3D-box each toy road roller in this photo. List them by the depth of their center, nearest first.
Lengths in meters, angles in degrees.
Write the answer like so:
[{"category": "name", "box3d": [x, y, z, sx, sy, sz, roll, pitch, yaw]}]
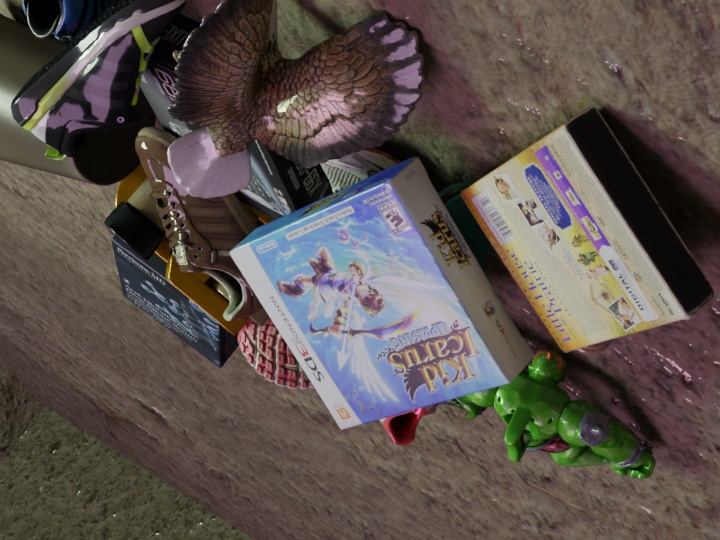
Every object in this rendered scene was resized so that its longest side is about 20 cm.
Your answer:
[{"category": "toy road roller", "box3d": [-0.154, -0.040, 1.478, 0.200, 0.123, 0.146, 40, 177, -8]}]

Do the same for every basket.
[{"category": "basket", "box3d": [-0.310, -0.164, 1.447, 0.199, 0.136, 0.181, 20, 156, 34]}]

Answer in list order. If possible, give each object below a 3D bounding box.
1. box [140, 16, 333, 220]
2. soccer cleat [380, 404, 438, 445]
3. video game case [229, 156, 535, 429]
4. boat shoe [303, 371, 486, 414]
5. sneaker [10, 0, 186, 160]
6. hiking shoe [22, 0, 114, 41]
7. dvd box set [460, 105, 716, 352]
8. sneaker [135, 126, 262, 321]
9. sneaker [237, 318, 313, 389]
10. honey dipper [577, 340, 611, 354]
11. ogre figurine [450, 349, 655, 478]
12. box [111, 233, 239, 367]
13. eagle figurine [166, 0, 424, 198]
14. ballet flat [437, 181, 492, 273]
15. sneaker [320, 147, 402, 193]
[{"category": "box", "box3d": [-0.112, -0.127, 1.279, 0.157, 0.050, 0.200, 30, 161, 27]}, {"category": "soccer cleat", "box3d": [0.060, 0.088, 1.334, 0.200, 0.068, 0.074, 123, 135, -54]}, {"category": "video game case", "box3d": [0.013, 0.025, 1.168, 0.199, 0.045, 0.182, -21, 106, 45]}, {"category": "boat shoe", "box3d": [0.036, 0.115, 1.506, 0.199, 0.065, 0.073, 18, -178, 16]}, {"category": "sneaker", "box3d": [-0.197, -0.162, 1.198, 0.199, 0.072, 0.083, -34, 112, 28]}, {"category": "hiking shoe", "box3d": [-0.246, -0.223, 1.239, 0.074, 0.087, 0.200, 29, 160, 24]}, {"category": "dvd box set", "box3d": [0.149, -0.021, 1.010, 0.147, 0.029, 0.200, 57, 162, 0]}, {"category": "sneaker", "box3d": [-0.147, -0.039, 1.349, 0.200, 0.076, 0.070, 49, 159, -19]}, {"category": "sneaker", "box3d": [-0.037, 0.096, 1.583, 0.199, 0.081, 0.075, 21, -178, -2]}, {"category": "honey dipper", "box3d": [0.178, 0.005, 1.081, 0.038, 0.038, 0.200, 32, 158, 17]}, {"category": "ogre figurine", "box3d": [0.162, 0.129, 1.319, 0.200, 0.098, 0.120, 42, 177, 24]}, {"category": "box", "box3d": [-0.182, 0.002, 1.640, 0.148, 0.107, 0.200, 36, 161, 8]}, {"category": "eagle figurine", "box3d": [-0.068, -0.139, 1.052, 0.200, 0.151, 0.152, 10, 128, 65]}, {"category": "ballet flat", "box3d": [0.067, -0.001, 1.195, 0.067, 0.071, 0.201, 2, 127, -4]}, {"category": "sneaker", "box3d": [0.016, -0.034, 1.213, 0.078, 0.082, 0.200, 21, 156, 40]}]
